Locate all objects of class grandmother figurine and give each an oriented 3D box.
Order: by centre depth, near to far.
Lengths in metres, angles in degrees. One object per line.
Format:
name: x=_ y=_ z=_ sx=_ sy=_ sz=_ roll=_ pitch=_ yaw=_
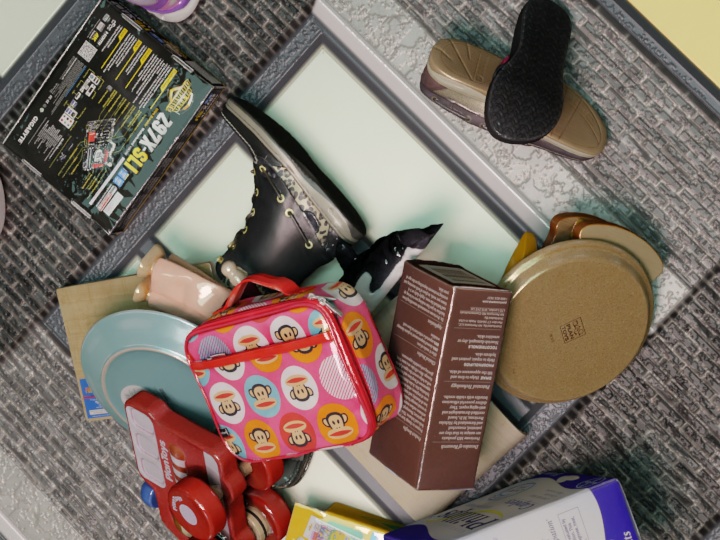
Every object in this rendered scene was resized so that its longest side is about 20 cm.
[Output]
grandmother figurine: x=-0.135 y=0.041 z=1.603 sx=0.199 sy=0.061 sz=0.122 roll=27 pitch=137 yaw=13

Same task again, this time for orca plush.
orca plush: x=0.000 y=0.000 z=1.578 sx=0.071 sy=0.200 sz=0.105 roll=38 pitch=59 yaw=-2

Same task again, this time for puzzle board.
puzzle board: x=-0.227 y=0.078 z=1.687 sx=0.198 sy=0.017 sz=0.152 roll=-9 pitch=97 yaw=25

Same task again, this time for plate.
plate: x=-0.205 y=0.125 z=1.642 sx=0.198 sy=0.026 sz=0.201 roll=10 pitch=131 yaw=12

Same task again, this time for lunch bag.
lunch bag: x=-0.069 y=0.086 z=1.507 sx=0.199 sy=0.082 sz=0.177 roll=-15 pitch=102 yaw=37

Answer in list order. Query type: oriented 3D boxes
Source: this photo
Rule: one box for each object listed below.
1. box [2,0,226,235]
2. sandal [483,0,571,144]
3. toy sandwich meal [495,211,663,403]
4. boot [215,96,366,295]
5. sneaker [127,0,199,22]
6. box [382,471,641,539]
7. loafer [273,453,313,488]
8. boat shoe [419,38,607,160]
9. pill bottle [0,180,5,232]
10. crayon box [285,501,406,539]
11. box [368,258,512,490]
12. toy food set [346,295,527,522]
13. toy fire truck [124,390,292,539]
box: x=-0.266 y=-0.165 z=1.681 sx=0.159 sy=0.049 sz=0.201 roll=38 pitch=101 yaw=6
sandal: x=0.163 y=-0.187 z=1.530 sx=0.075 sy=0.201 sz=0.045 roll=30 pitch=139 yaw=-11
toy sandwich meal: x=0.201 y=0.037 z=1.554 sx=0.203 sy=0.070 sz=0.207 roll=-7 pitch=120 yaw=-12
boot: x=-0.110 y=-0.064 z=1.639 sx=0.154 sy=0.073 sz=0.204 roll=-45 pitch=82 yaw=15
sneaker: x=-0.264 y=-0.333 z=1.650 sx=0.199 sy=0.088 sz=0.081 roll=28 pitch=101 yaw=11
box: x=0.145 y=0.276 z=1.508 sx=0.198 sy=0.184 sz=0.106 roll=-19 pitch=89 yaw=-15
loafer: x=-0.080 y=0.134 z=1.648 sx=0.071 sy=0.063 sz=0.202 roll=9 pitch=95 yaw=11
boat shoe: x=0.152 y=-0.164 z=1.574 sx=0.199 sy=0.065 sz=0.072 roll=24 pitch=57 yaw=-7
pill bottle: x=-0.498 y=-0.068 z=1.709 sx=0.198 sy=0.113 sz=0.115 roll=-4 pitch=93 yaw=13
crayon box: x=0.014 y=0.327 z=1.644 sx=0.198 sy=0.052 sz=0.127 roll=17 pitch=97 yaw=11
box: x=0.076 y=0.100 z=1.505 sx=0.074 sy=0.100 sz=0.202 roll=6 pitch=102 yaw=-30
toy food set: x=0.055 y=0.145 z=1.605 sx=0.143 sy=0.060 sz=0.200 roll=-42 pitch=95 yaw=9
toy fire truck: x=-0.171 y=0.231 z=1.642 sx=0.167 sy=0.112 sz=0.201 roll=26 pitch=138 yaw=33
